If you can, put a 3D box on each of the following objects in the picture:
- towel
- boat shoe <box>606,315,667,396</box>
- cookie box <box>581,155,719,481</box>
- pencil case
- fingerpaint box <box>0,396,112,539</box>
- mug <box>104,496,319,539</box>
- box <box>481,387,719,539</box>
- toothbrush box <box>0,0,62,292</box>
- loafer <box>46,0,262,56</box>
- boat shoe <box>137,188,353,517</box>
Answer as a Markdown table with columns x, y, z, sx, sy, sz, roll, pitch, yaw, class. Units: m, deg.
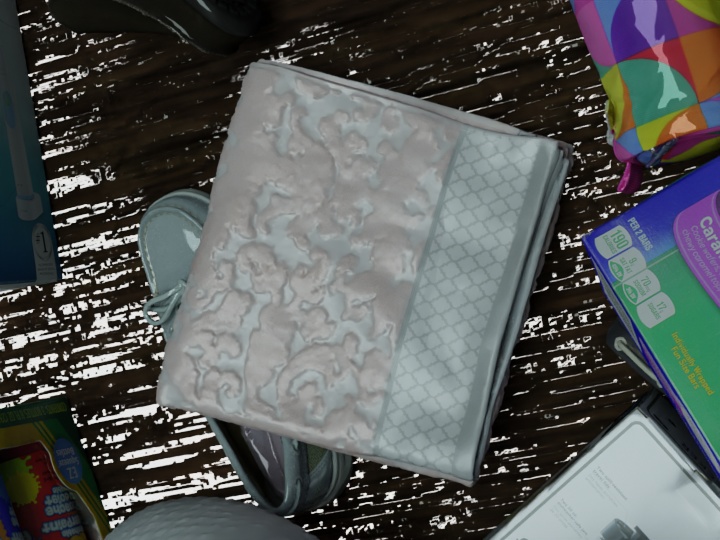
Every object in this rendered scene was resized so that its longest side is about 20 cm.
| x | y | z | sx | sy | sz | roll | pitch | yaw | class |
| --- | --- | --- | --- | --- | --- | --- | --- | --- | --- |
| 0.000 | 0.000 | 1.087 | 0.191 | 0.032 | 0.200 | 14 | 84 | 15 | towel |
| 0.207 | 0.078 | 1.012 | 0.200 | 0.074 | 0.060 | 44 | 108 | 19 | boat shoe |
| 0.234 | 0.012 | 0.932 | 0.200 | 0.075 | 0.171 | -30 | 64 | 2 | cookie box |
| 0.141 | -0.147 | 1.027 | 0.088 | 0.088 | 0.200 | -19 | 83 | 24 | pencil case |
| -0.218 | 0.168 | 1.136 | 0.073 | 0.200 | 0.167 | -23 | 83 | 24 | fingerpaint box |
| -0.098 | 0.210 | 1.062 | 0.200 | 0.175 | 0.148 | -42 | 110 | -12 | mug |
| 0.118 | 0.171 | 1.051 | 0.117 | 0.060 | 0.200 | 47 | 107 | 7 | box |
| -0.261 | -0.082 | 1.173 | 0.085 | 0.146 | 0.200 | -10 | 89 | 24 | toothbrush box |
| -0.141 | -0.166 | 1.163 | 0.200 | 0.073 | 0.071 | 32 | 110 | 28 | loafer |
| -0.072 | 0.045 | 1.139 | 0.074 | 0.065 | 0.202 | -28 | 81 | 22 | boat shoe |
